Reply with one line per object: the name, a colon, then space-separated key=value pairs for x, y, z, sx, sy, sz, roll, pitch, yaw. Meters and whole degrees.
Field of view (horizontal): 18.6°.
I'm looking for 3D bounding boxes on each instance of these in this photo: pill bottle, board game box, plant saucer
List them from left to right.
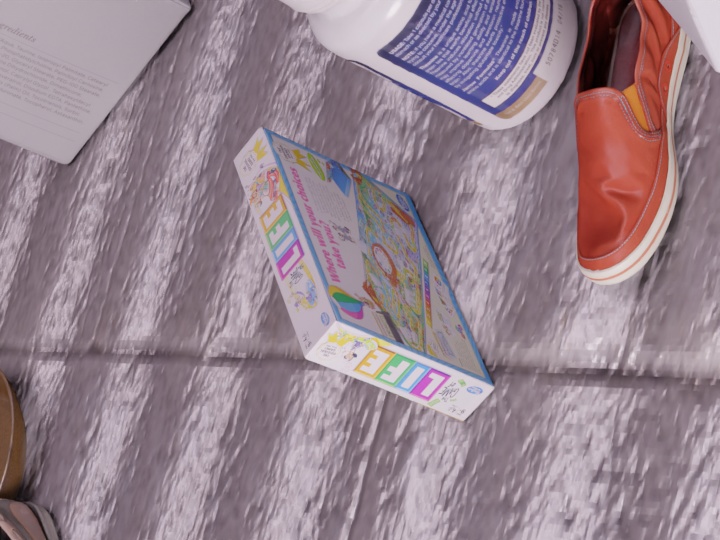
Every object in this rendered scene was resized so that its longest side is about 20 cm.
plant saucer: x=-0.338 y=0.176 z=1.868 sx=0.200 sy=0.035 sz=0.200 roll=-29 pitch=49 yaw=41
board game box: x=0.000 y=0.000 z=1.434 sx=0.034 sy=0.134 sz=0.200 roll=-49 pitch=38 yaw=23
pill bottle: x=0.037 y=-0.176 z=1.429 sx=0.111 sy=0.200 sz=0.111 roll=-29 pitch=49 yaw=41

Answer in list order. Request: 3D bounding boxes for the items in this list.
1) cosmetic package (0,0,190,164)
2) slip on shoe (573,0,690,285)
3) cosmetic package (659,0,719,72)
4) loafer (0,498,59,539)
cosmetic package: x=-0.282 y=-0.236 z=1.920 sx=0.200 sy=0.166 sz=0.167 roll=-48 pitch=39 yaw=26
slip on shoe: x=0.156 y=-0.088 z=1.342 sx=0.074 sy=0.061 sz=0.200 roll=-9 pitch=65 yaw=49
cosmetic package: x=0.204 y=-0.216 z=1.313 sx=0.101 sy=0.071 sz=0.200 roll=-31 pitch=42 yaw=2
loafer: x=-0.259 y=0.245 z=1.699 sx=0.072 sy=0.063 sz=0.200 roll=-56 pitch=36 yaw=14
